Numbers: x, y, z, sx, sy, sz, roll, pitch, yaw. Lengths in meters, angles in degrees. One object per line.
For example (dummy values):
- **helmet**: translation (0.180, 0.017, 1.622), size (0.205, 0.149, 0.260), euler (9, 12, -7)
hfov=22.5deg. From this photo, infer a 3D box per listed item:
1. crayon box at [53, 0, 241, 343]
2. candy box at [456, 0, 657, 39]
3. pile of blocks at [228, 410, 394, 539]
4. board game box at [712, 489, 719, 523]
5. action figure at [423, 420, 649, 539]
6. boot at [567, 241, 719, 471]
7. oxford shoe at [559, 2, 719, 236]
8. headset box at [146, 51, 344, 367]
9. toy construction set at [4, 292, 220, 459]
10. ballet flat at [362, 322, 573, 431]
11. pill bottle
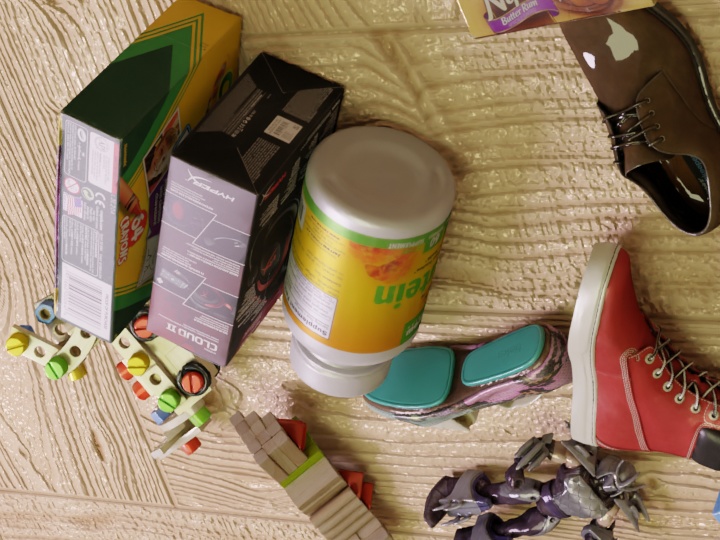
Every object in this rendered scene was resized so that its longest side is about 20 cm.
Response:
- **crayon box**: translation (-0.159, -0.076, 1.357), size (0.058, 0.173, 0.201), euler (24, 135, 14)
- **candy box**: translation (0.139, -0.214, 1.052), size (0.116, 0.200, 0.057), euler (-6, 123, 33)
- **pile of blocks**: translation (-0.032, 0.182, 1.591), size (0.062, 0.082, 0.200), euler (-37, 119, 0)
- **board game box**: translation (0.389, 0.197, 1.365), size (0.151, 0.037, 0.199), euler (48, 133, -13)
- **action figure**: translation (0.148, 0.192, 1.478), size (0.199, 0.069, 0.131), euler (-23, 107, 37)
- **boot**: translation (0.228, 0.066, 1.328), size (0.143, 0.073, 0.201), euler (12, 139, 21)
- **oxford shoe**: translation (0.189, -0.109, 1.194), size (0.072, 0.085, 0.200), euler (-25, 109, 43)
- **headset box**: translation (-0.089, -0.037, 1.366), size (0.075, 0.149, 0.201), euler (24, 135, 11)
- **toy construction set**: translation (-0.198, 0.087, 1.572), size (0.131, 0.092, 0.200), euler (-38, 112, 19)
- **ballet flat**: translation (0.091, 0.091, 1.436), size (0.199, 0.070, 0.071), euler (-18, 135, 38)
- **pill bottle**: translation (0.000, 0.000, 1.372), size (0.110, 0.111, 0.201), euler (24, 134, 11)
